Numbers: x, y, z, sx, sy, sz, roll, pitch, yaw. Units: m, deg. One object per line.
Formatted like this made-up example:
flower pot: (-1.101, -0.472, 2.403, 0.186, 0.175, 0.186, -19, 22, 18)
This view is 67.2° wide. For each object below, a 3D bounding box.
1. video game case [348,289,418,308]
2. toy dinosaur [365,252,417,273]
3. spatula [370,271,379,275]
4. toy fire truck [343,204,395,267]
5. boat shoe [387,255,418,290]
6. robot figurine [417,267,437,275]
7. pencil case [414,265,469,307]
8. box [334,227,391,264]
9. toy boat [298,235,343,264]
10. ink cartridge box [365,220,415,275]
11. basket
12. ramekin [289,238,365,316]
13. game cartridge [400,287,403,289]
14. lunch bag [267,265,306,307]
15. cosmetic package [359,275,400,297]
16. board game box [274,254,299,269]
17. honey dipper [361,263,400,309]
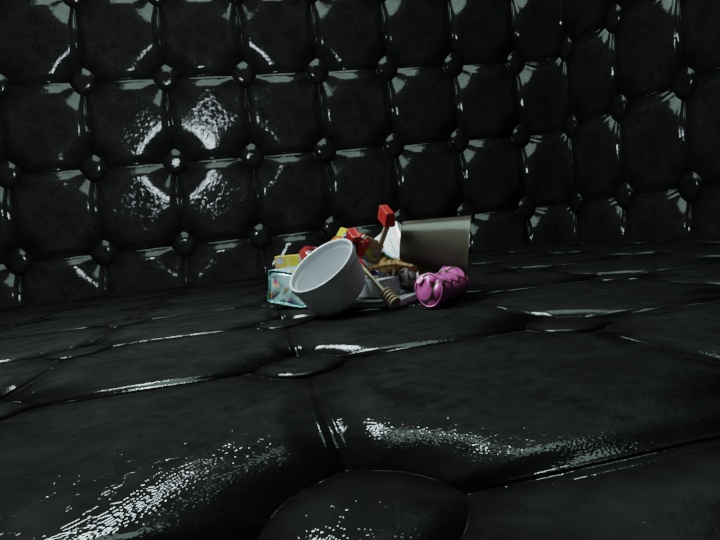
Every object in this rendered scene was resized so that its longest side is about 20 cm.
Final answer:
video game case: (0.079, 0.079, 1.533, 0.177, 0.023, 0.198, -4, 5, 32)
toy dinosaur: (0.060, -0.013, 1.503, 0.192, 0.063, 0.106, -7, 7, 2)
spatula: (0.000, 0.000, 1.639, 0.055, 0.021, 0.198, -4, -14, 31)
toy fire truck: (0.021, -0.076, 1.520, 0.136, 0.206, 0.049, -13, 40, -24)
boat shoe: (0.115, 0.004, 1.593, 0.058, 0.074, 0.200, 13, 14, -20)
robot figurine: (0.231, 0.004, 1.652, 0.193, 0.120, 0.175, -7, 27, -25)
pencil case: (0.207, 0.037, 1.393, 0.090, 0.095, 0.198, -40, -14, 25)
box: (0.009, -0.070, 1.660, 0.116, 0.049, 0.198, 38, -8, -28)
toy boat: (-0.084, -0.043, 1.624, 0.131, 0.133, 0.197, 46, 23, 29)
ink cartridge box: (0.106, -0.071, 1.740, 0.198, 0.120, 0.066, -38, -35, 23)
basket: (0.212, -0.073, 1.537, 0.192, 0.188, 0.136, 4, -16, 11)
ramekin: (-0.078, 0.024, 1.405, 0.195, 0.106, 0.203, -26, 29, 15)
game cartridge: (0.032, 0.048, 1.706, 0.129, 0.042, 0.198, 9, -10, -30)
lunch bag: (-0.166, 0.047, 1.671, 0.193, 0.127, 0.169, 4, 7, 26)
cosmetic package: (0.017, 0.046, 1.545, 0.081, 0.053, 0.196, -10, 5, -39)
board game box: (-0.185, 0.021, 1.811, 0.192, 0.160, 0.040, -5, 5, 15)
honey dipper: (0.034, 0.026, 1.431, 0.037, 0.039, 0.200, -8, 40, -38)
